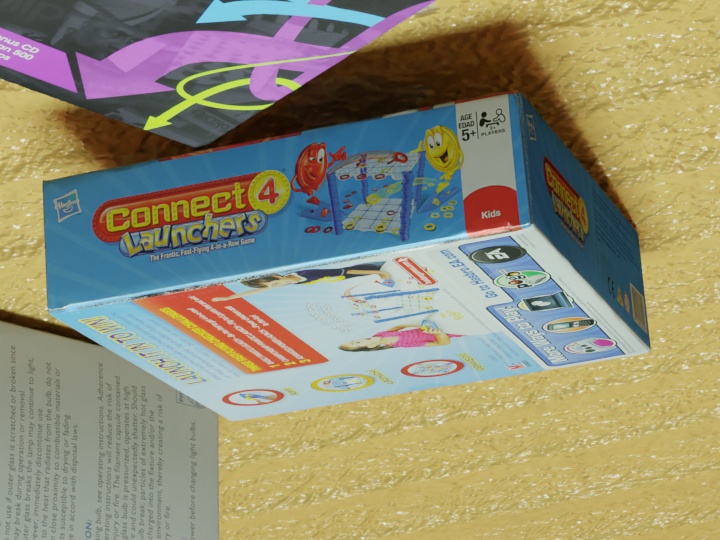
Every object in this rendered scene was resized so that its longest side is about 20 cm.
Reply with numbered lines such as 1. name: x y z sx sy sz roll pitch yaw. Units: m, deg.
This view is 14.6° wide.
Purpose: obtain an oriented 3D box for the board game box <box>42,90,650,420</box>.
1. board game box: 0.000 0.000 1.144 0.195 0.056 0.200 -10 162 16

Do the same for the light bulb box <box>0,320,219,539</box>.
1. light bulb box: -0.200 0.114 1.319 0.200 0.125 0.198 15 149 -32

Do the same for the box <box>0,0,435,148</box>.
1. box: -0.052 -0.112 0.975 0.143 0.036 0.200 18 146 -35
